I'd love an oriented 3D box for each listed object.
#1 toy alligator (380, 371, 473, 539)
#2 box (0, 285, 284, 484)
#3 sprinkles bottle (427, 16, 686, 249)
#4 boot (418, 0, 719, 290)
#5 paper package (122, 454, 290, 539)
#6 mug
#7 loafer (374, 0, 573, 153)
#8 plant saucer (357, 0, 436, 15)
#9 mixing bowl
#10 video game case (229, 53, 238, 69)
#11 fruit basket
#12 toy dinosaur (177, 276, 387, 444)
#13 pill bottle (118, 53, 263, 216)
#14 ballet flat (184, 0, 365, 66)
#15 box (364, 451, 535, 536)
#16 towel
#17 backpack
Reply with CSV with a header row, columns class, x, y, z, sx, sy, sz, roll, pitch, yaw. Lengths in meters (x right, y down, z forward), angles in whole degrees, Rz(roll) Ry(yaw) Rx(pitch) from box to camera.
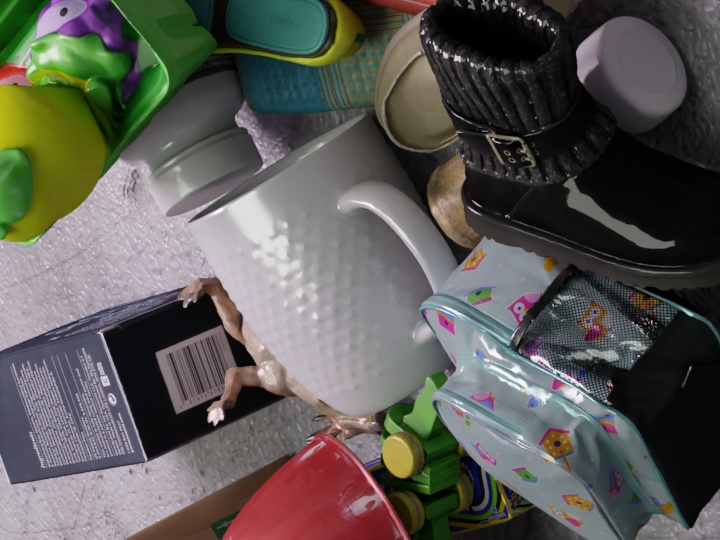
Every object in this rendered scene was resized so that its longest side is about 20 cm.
class,x,y,z,sx,sy,sz,roll,pitch,yaw
toy alligator,0.038,0.159,1.553,0.054,0.059,0.201,18,117,43
box,-0.183,0.086,1.800,0.200,0.148,0.107,-15,96,49
sprinkles bottle,0.120,-0.083,1.452,0.200,0.068,0.068,-39,78,49
boot,0.135,-0.077,1.331,0.210,0.080,0.158,11,135,25
paper package,-0.139,0.253,1.790,0.104,0.200,0.191,59,140,9
mug,0.000,0.000,1.555,0.176,0.147,0.200,59,151,-6
loafer,0.067,-0.132,1.446,0.200,0.075,0.068,-51,26,47
plant saucer,0.011,-0.261,1.479,0.199,0.037,0.200,18,118,30
mixing bowl,-0.032,0.222,1.570,0.200,0.108,0.200,55,159,33
video game case,-0.100,-0.218,1.663,0.200,0.022,0.183,12,117,43
fruit basket,-0.212,-0.105,1.508,0.156,0.215,0.216,52,138,7
toy dinosaur,-0.051,0.055,1.699,0.086,0.135,0.200,-41,51,27
pill bottle,-0.150,-0.145,1.650,0.111,0.111,0.200,-36,81,49
ballet flat,-0.083,-0.177,1.560,0.199,0.067,0.067,18,102,29
box,0.054,0.154,1.634,0.200,0.070,0.064,-25,87,50
towel,-0.011,-0.181,1.563,0.199,0.022,0.147,-2,108,36
backpack,0.130,0.067,1.432,0.200,0.153,0.176,41,174,38
